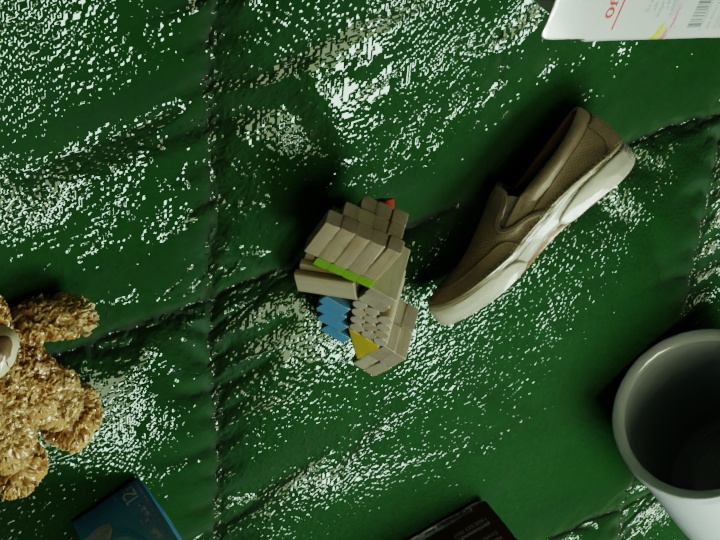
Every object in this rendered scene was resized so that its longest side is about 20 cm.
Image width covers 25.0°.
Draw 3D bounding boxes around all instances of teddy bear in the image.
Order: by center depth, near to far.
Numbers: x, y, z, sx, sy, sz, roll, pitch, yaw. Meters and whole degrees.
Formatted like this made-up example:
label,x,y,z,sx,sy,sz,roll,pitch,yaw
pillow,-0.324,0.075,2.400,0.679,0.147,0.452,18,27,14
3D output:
label,x,y,z,sx,sy,sz,roll,pitch,yaw
teddy bear,-0.229,0.079,1.059,0.144,0.067,0.201,-25,139,-25

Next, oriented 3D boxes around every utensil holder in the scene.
label,x,y,z,sx,sy,sz,roll,pitch,yaw
utensil holder,0.350,0.175,1.569,0.170,0.170,0.200,-41,144,-1

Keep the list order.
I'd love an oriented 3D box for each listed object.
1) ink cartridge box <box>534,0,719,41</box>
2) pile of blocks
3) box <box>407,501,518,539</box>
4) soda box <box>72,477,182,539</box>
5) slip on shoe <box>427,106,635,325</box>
label,x,y,z,sx,sy,sz,roll,pitch,yaw
ink cartridge box,0.197,-0.226,1.135,0.199,0.067,0.118,-7,131,-38
pile of blocks,0.000,0.000,1.201,0.200,0.082,0.062,85,19,-56
box,0.097,0.363,1.530,0.165,0.164,0.201,-27,140,-20
soda box,-0.136,0.251,1.193,0.064,0.200,0.068,-34,141,-9
slip on shoe,0.120,-0.042,1.256,0.200,0.076,0.061,-42,103,12
